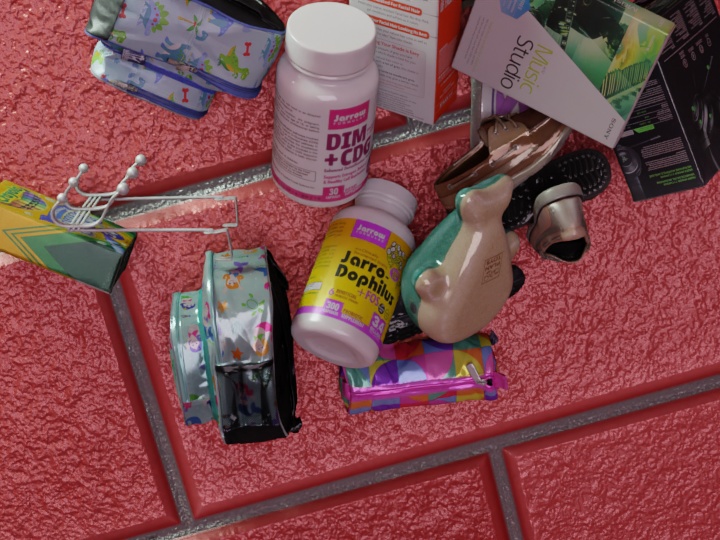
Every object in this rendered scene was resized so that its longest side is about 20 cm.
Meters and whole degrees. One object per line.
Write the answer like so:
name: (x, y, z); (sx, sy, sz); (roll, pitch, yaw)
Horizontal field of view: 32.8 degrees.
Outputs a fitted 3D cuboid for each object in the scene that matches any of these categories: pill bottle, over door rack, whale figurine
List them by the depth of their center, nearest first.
pill bottle: (-0.038, -0.178, 1.325); (0.111, 0.114, 0.202); (3, 134, -4)
whale figurine: (0.105, -0.021, 1.326); (0.158, 0.103, 0.202); (-24, 138, -35)
over door rack: (-0.231, -0.078, 1.363); (0.197, 0.148, 0.068); (11, 108, -5)
pill bottle: (0.000, 0.000, 1.381); (0.103, 0.104, 0.202); (24, 68, -8)

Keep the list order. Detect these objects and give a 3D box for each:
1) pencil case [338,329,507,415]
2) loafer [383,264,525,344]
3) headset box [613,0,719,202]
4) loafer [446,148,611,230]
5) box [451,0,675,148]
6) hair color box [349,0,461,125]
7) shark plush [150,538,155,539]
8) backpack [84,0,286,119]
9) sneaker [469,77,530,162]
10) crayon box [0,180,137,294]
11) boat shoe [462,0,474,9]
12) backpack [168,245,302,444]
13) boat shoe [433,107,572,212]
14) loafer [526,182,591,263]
pencil case: (0.072, 0.122, 1.455); (0.197, 0.088, 0.090); (-7, 103, 0)
loafer: (0.098, 0.024, 1.444); (0.198, 0.068, 0.071); (-17, 68, -10)
headset box: (0.344, -0.195, 1.348); (0.092, 0.174, 0.202); (-13, 109, 44)
loafer: (0.198, -0.084, 1.423); (0.197, 0.071, 0.074); (-12, 83, 17)
box: (0.205, -0.232, 1.266); (0.198, 0.036, 0.146); (27, 131, 9)
hair color box: (0.048, -0.269, 1.313); (0.110, 0.064, 0.202); (22, 137, 22)
shark plush: (-0.338, 0.398, 1.509); (0.199, 0.091, 0.084); (-40, 72, 11)
backpack: (-0.189, -0.252, 1.311); (0.197, 0.183, 0.149); (19, 110, -15)
sneaker: (0.185, -0.218, 1.395); (0.112, 0.073, 0.203); (-3, 115, -6)
crayon box: (-0.357, -0.046, 1.373); (0.197, 0.126, 0.052); (21, 101, -8)
boat shoe: (0.091, -0.331, 1.379); (0.197, 0.073, 0.064); (-11, 60, 5)
backpack: (-0.142, 0.075, 1.386); (0.148, 0.178, 0.203); (-1, 109, -5)
boat shoe: (0.162, -0.137, 1.350); (0.072, 0.076, 0.200); (41, 98, -19)
loafer: (0.226, -0.035, 1.371); (0.071, 0.200, 0.064); (-18, 72, 4)
